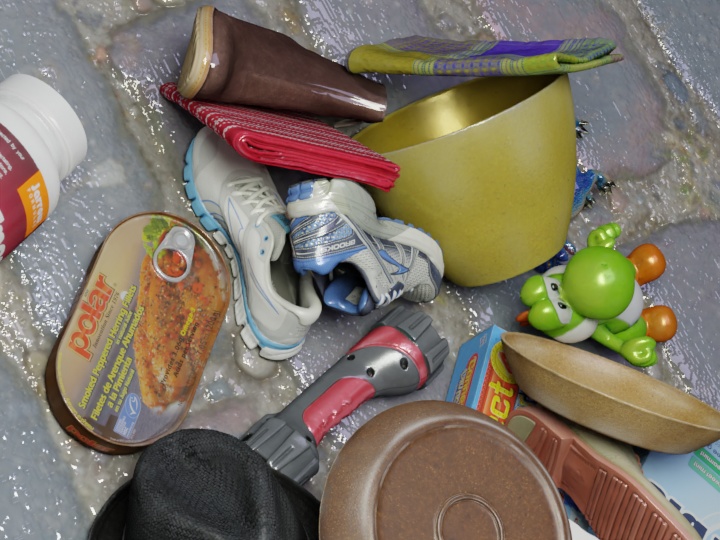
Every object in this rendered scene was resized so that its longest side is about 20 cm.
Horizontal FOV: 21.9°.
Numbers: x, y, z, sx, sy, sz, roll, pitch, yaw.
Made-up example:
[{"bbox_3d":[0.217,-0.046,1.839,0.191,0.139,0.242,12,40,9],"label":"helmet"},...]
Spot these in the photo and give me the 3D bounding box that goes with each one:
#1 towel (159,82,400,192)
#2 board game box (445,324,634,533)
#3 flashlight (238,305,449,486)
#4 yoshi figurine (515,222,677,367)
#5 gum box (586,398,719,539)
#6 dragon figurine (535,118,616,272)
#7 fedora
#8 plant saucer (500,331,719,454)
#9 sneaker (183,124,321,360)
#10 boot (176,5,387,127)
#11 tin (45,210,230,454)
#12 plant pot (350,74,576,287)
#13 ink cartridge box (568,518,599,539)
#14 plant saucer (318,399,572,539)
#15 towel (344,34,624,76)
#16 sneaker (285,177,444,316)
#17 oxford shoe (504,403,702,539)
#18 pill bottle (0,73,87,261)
[{"bbox_3d":[-0.067,-0.108,1.477,0.144,0.200,0.023,12,102,-26],"label":"towel"},{"bbox_3d":[0.154,0.178,1.543,0.195,0.056,0.201,28,57,-18],"label":"board game box"},{"bbox_3d":[-0.012,0.107,1.471,0.200,0.068,0.068,-42,103,-37],"label":"flashlight"},{"bbox_3d":[0.215,0.020,1.582,0.112,0.113,0.199,34,19,29],"label":"yoshi figurine"},{"bbox_3d":[0.271,0.235,1.524,0.170,0.045,0.200,41,55,-8],"label":"gum box"},{"bbox_3d":[0.161,-0.093,1.666,0.099,0.059,0.201,-17,79,-35],"label":"dragon figurine"},{"bbox_3d":[-0.106,0.179,1.309,0.199,0.092,0.201,-3,40,2],"label":"fedora"},{"bbox_3d":[0.198,0.102,1.479,0.199,0.200,0.036,18,98,-23],"label":"plant saucer"},{"bbox_3d":[-0.076,-0.035,1.485,0.075,0.087,0.201,-16,76,-32],"label":"sneaker"},{"bbox_3d":[-0.057,-0.157,1.485,0.165,0.200,0.073,16,100,-3],"label":"boot"},{"bbox_3d":[-0.171,0.047,1.422,0.112,0.042,0.201,32,56,-19],"label":"tin"},{"bbox_3d":[0.100,-0.071,1.559,0.200,0.199,0.143,-31,107,-36],"label":"plant pot"},{"bbox_3d":[0.064,0.227,1.378,0.144,0.200,0.085,34,56,-13],"label":"ink cartridge box"},{"bbox_3d":[0.068,0.181,1.260,0.199,0.034,0.202,10,67,-25],"label":"plant saucer"},{"bbox_3d":[0.099,-0.176,1.522,0.143,0.199,0.023,-19,111,-56],"label":"towel"},{"bbox_3d":[0.000,0.000,1.463,0.200,0.077,0.086,31,58,-52],"label":"sneaker"},{"bbox_3d":[0.205,0.165,1.462,0.074,0.071,0.200,-19,51,-40],"label":"oxford shoe"},{"bbox_3d":[-0.292,-0.053,1.348,0.113,0.113,0.200,45,54,-5],"label":"pill bottle"}]
